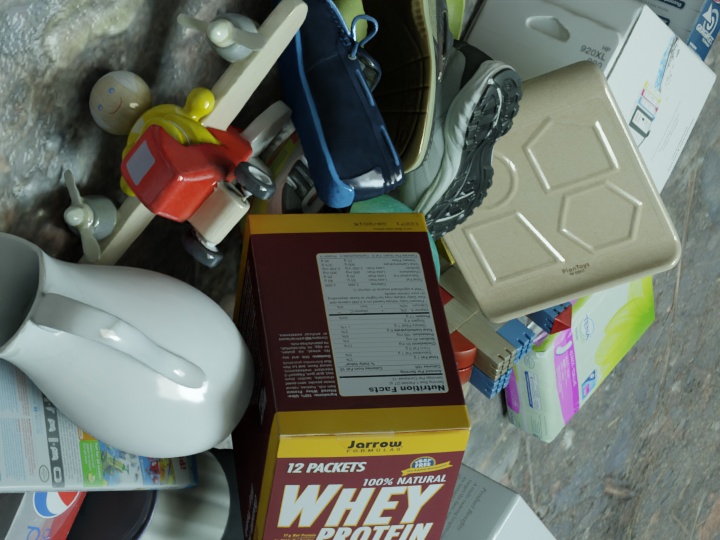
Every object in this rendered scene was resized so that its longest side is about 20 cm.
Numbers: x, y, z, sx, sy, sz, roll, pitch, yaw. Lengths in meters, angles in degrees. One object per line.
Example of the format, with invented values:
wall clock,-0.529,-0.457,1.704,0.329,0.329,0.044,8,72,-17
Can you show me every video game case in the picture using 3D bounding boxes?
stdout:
video game case,-0.200,0.082,1.482,0.199,0.018,0.144,5,72,-46

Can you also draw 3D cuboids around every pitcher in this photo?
pitcher,-0.156,0.053,1.401,0.200,0.171,0.122,29,82,-36

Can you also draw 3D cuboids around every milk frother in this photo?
milk frother,-0.121,0.212,1.609,0.188,0.199,0.182,26,70,-59

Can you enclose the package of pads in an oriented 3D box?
package of pads,0.218,0.052,2.144,0.200,0.068,0.155,-47,146,-27

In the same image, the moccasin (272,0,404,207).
moccasin,-0.017,-0.135,1.556,0.068,0.201,0.081,-8,158,-15

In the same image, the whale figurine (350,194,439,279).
whale figurine,0.000,0.000,1.708,0.200,0.158,0.104,99,13,-75

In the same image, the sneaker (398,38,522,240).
sneaker,0.065,-0.099,1.705,0.074,0.079,0.201,-22,144,-43

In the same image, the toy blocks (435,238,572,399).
toy blocks,0.092,0.049,1.867,0.200,0.137,0.100,-37,155,-31

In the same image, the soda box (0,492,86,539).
soda box,-0.251,0.174,1.535,0.070,0.063,0.201,20,95,-57

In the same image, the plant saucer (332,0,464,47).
plant saucer,0.012,-0.186,1.700,0.200,0.031,0.201,-34,138,-38

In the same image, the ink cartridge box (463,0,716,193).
ink cartridge box,0.194,-0.163,1.875,0.200,0.147,0.145,28,89,-59

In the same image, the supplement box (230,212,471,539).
supplement box,-0.016,0.098,1.531,0.132,0.201,0.198,-1,138,-11

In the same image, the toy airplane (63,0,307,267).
toy airplane,-0.125,-0.092,1.488,0.200,0.141,0.199,-56,-173,-29

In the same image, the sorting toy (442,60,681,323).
sorting toy,0.149,-0.065,1.767,0.201,0.184,0.037,62,21,-26

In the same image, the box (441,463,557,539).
box,0.059,0.226,1.905,0.107,0.199,0.152,-57,149,-12

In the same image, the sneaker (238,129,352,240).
sneaker,-0.032,-0.088,1.626,0.078,0.090,0.200,53,48,-15

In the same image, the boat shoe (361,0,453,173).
boat shoe,0.040,-0.170,1.604,0.065,0.073,0.201,8,81,-53

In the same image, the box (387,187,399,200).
box,0.049,-0.054,1.841,0.200,0.041,0.039,-35,140,-40

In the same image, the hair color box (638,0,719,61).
hair color box,0.274,-0.219,1.999,0.060,0.100,0.201,26,90,-59
